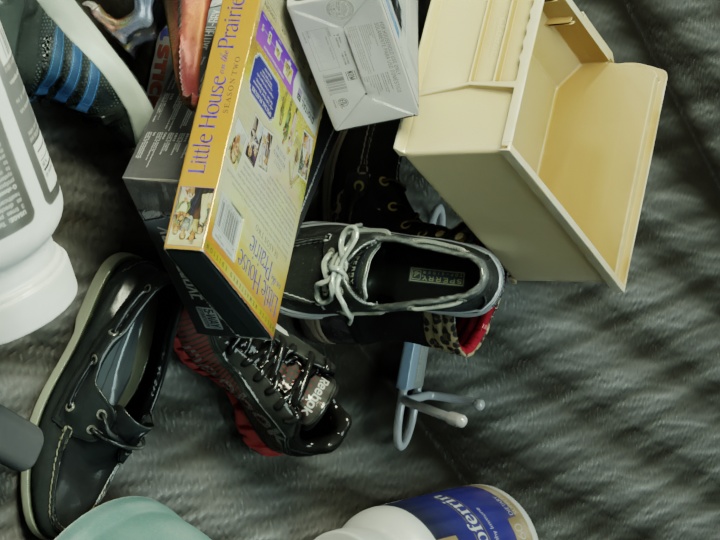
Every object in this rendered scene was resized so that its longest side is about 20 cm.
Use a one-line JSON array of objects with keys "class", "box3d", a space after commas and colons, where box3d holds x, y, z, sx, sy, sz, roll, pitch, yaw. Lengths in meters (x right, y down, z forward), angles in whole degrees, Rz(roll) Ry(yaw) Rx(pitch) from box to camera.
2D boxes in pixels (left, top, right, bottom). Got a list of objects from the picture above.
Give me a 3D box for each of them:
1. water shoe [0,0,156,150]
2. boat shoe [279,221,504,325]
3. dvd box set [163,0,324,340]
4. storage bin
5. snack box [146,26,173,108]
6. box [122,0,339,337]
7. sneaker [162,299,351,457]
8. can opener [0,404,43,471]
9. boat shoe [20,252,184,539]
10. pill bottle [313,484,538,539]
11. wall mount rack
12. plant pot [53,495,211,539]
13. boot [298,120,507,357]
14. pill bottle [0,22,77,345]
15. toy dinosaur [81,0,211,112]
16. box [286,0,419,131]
[{"class": "water shoe", "box3d": [-0.202, -0.135, 1.312, 0.079, 0.072, 0.200, -40, 134, -5]}, {"class": "boat shoe", "box3d": [0.000, 0.003, 1.475, 0.068, 0.198, 0.074, 17, 82, -72]}, {"class": "dvd box set", "box3d": [-0.068, -0.075, 1.325, 0.146, 0.029, 0.202, 55, 43, -62]}, {"class": "storage bin", "box3d": [0.127, -0.119, 1.473, 0.200, 0.093, 0.200, 44, 54, -48]}, {"class": "snack box", "box3d": [-0.105, -0.179, 1.445, 0.072, 0.024, 0.202, 15, 86, -53]}, {"class": "box", "box3d": [-0.082, -0.082, 1.407, 0.158, 0.049, 0.201, 69, 32, -46]}, {"class": "sneaker", "box3d": [-0.069, 0.067, 1.488, 0.071, 0.097, 0.201, -56, 135, -25]}, {"class": "can opener", "box3d": [-0.263, 0.058, 1.272, 0.200, 0.053, 0.067, 39, 68, -50]}, {"class": "boat shoe", "box3d": [-0.165, 0.088, 1.393, 0.074, 0.066, 0.201, 39, 68, -49]}, {"class": "pill bottle", "box3d": [0.046, 0.239, 1.660, 0.199, 0.115, 0.117, -6, 102, -52]}, {"class": "wall mount rack", "box3d": [0.071, 0.050, 1.649, 0.174, 0.074, 0.202, -2, 100, -79]}, {"class": "plant pot", "box3d": [-0.132, 0.270, 1.393, 0.200, 0.133, 0.202, -35, 136, -43]}, {"class": "boot", "box3d": [0.039, -0.033, 1.561, 0.073, 0.150, 0.202, 24, 79, -52]}, {"class": "pill bottle", "box3d": [-0.240, -0.062, 1.211, 0.116, 0.115, 0.201, -39, 122, -41]}, {"class": "toy dinosaur", "box3d": [-0.097, -0.215, 1.352, 0.182, 0.200, 0.105, -45, 158, -2]}, {"class": "box", "box3d": [-0.002, -0.207, 1.404, 0.201, 0.060, 0.117, -89, 164, -44]}]
